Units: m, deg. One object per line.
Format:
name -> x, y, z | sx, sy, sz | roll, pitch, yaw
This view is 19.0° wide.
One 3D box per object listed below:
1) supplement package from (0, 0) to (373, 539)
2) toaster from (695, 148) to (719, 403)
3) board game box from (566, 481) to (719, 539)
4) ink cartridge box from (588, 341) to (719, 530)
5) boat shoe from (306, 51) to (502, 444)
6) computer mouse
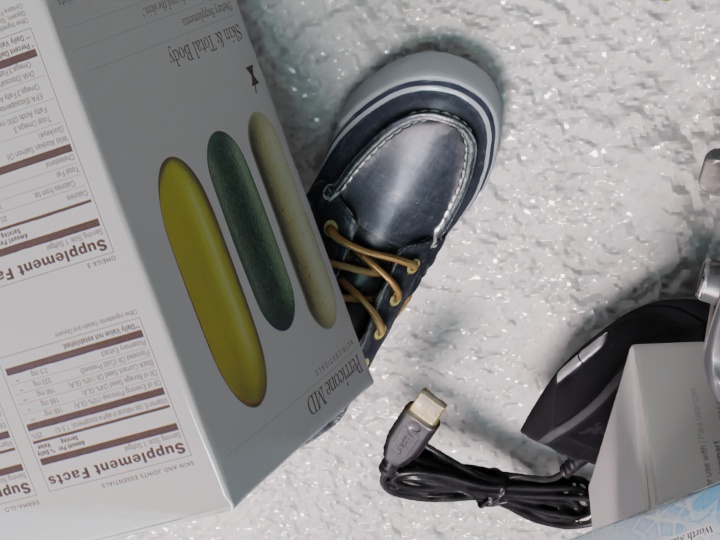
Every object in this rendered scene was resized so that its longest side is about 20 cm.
supplement package -> -0.116, -0.008, 0.847 | 0.150, 0.152, 0.200 | -16, 99, 24
toaster -> 0.233, -0.004, 0.854 | 0.200, 0.129, 0.114 | 10, 136, 2
board game box -> 0.204, 0.133, 0.884 | 0.199, 0.043, 0.200 | -26, 142, 36
ink cartridge box -> 0.209, 0.096, 0.948 | 0.199, 0.084, 0.146 | -1, 148, -4
boat shoe -> 0.000, 0.000, 0.930 | 0.071, 0.091, 0.200 | 23, 134, -12
computer mouse -> 0.093, 0.054, 0.990 | 0.140, 0.046, 0.200 | 11, 145, -23
